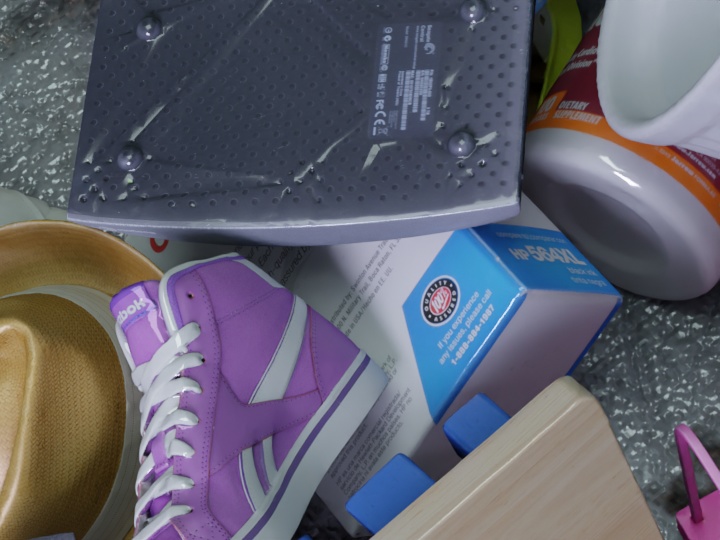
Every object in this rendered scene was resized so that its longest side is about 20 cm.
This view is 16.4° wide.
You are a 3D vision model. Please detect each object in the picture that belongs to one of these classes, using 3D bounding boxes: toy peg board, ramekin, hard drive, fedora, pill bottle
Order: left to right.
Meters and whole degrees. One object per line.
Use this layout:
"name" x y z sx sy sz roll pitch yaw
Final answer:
"fedora" -0.158 0.073 1.080 0.199 0.082 0.202 -2 86 23
"hard drive" -0.021 -0.072 1.079 0.198 0.042 0.136 -2 64 15
"toy peg board" 0.023 0.150 1.034 0.200 0.200 0.098 -40 44 -11
"pill bottle" 0.163 -0.097 1.180 0.114 0.114 0.201 24 68 24
"ramekin" 0.187 -0.132 1.036 0.097 0.200 0.202 21 62 -15

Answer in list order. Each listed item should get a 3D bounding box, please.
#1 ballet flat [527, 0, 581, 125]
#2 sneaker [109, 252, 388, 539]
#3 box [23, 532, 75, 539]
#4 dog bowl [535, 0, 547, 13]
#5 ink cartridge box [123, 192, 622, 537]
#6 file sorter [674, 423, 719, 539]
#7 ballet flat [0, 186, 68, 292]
"ballet flat" 0.068 -0.086 1.224 0.066 0.067 0.201 4 61 17
"sneaker" -0.074 0.069 1.004 0.114 0.073 0.201 45 37 -9
"box" -0.130 0.222 1.009 0.048 0.200 0.159 -9 61 -18
"dog bowl" 0.024 -0.182 1.178 0.111 0.050 0.200 -41 54 1
"ink cartridge box" 0.000 0.000 1.143 0.200 0.084 0.146 49 118 30
"file sorter" 0.247 0.090 1.047 0.199 0.126 0.139 -28 59 -4
"ballet flat" -0.130 0.016 1.161 0.069 0.070 0.200 -39 68 -10
